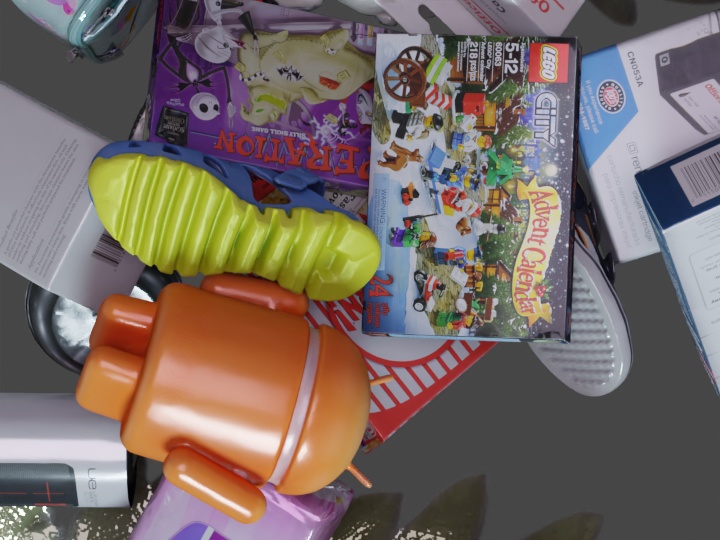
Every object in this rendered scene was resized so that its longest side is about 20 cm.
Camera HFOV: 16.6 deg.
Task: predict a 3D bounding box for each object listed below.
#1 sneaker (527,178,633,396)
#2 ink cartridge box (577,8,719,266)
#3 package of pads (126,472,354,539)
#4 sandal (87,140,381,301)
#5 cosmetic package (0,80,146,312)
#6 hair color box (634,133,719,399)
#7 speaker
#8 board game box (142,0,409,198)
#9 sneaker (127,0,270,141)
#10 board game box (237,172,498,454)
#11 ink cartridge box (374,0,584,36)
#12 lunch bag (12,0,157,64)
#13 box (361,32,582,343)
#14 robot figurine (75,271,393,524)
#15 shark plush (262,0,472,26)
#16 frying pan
[{"bbox_3d":[0.135,-0.011,1.686,0.078,0.079,0.201,-41,76,37],"label":"sneaker"},{"bbox_3d":[0.246,-0.102,1.703,0.199,0.084,0.146,-18,89,-1],"label":"ink cartridge box"},{"bbox_3d":[-0.102,0.205,1.679,0.120,0.076,0.201,31,106,4],"label":"package of pads"},{"bbox_3d":[-0.087,-0.040,1.598,0.199,0.087,0.080,19,118,-26],"label":"sandal"},{"bbox_3d":[-0.229,-0.062,1.659,0.199,0.085,0.108,30,92,34],"label":"cosmetic package"},{"bbox_3d":[0.258,-0.002,1.649,0.100,0.200,0.061,-24,45,3],"label":"hair color box"},{"bbox_3d":[-0.252,0.123,1.703,0.199,0.081,0.082,1,89,0],"label":"speaker"},{"bbox_3d":[-0.045,-0.118,1.674,0.199,0.032,0.121,10,75,-17],"label":"board game box"},{"bbox_3d":[-0.105,-0.111,1.711,0.085,0.077,0.201,28,89,-4],"label":"sneaker"},{"bbox_3d":[0.000,0.000,1.695,0.151,0.046,0.200,-39,90,-25],"label":"board game box"},{"bbox_3d":[0.109,-0.231,1.674,0.116,0.067,0.201,40,73,-21],"label":"ink cartridge box"},{"bbox_3d":[-0.152,-0.232,1.670,0.077,0.160,0.200,36,88,1],"label":"lunch bag"},{"bbox_3d":[0.074,-0.055,1.632,0.136,0.038,0.201,1,85,11],"label":"box"},{"bbox_3d":[-0.080,0.079,1.585,0.199,0.144,0.117,16,111,-8],"label":"robot figurine"},{"bbox_3d":[0.023,-0.220,1.710,0.199,0.083,0.091,12,124,-5],"label":"shark plush"},{"bbox_3d":[-0.150,0.005,1.697,0.115,0.031,0.190,40,111,-20],"label":"frying pan"}]
